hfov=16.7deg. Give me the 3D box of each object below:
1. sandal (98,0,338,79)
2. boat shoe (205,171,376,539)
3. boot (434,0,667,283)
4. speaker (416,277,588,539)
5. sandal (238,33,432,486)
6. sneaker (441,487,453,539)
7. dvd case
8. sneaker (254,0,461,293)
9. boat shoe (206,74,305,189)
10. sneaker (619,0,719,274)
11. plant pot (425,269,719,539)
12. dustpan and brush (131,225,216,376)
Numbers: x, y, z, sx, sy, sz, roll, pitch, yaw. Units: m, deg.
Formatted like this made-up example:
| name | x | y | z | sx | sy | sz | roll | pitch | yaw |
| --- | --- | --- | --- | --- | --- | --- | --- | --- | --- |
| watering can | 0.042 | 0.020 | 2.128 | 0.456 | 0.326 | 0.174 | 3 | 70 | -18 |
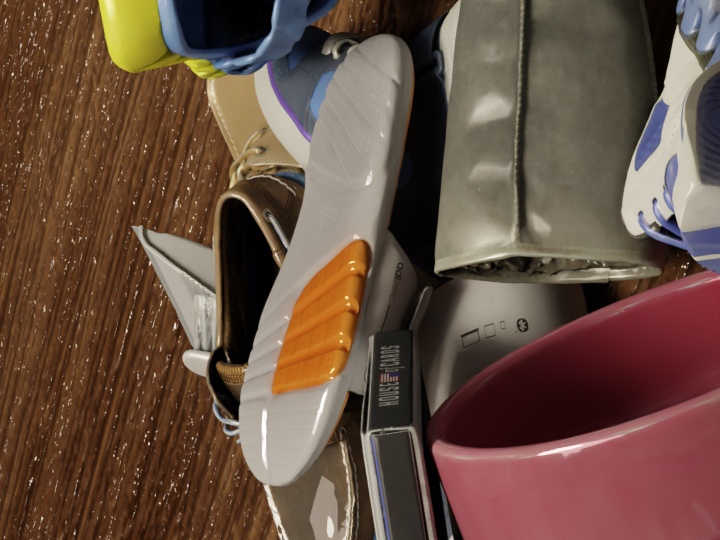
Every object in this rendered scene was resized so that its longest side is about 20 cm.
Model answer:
| name | x | y | z | sx | sy | sz | roll | pitch | yaw |
| --- | --- | --- | --- | --- | --- | --- | --- | --- | --- |
| sandal | -0.047 | -0.124 | 1.108 | 0.086 | 0.200 | 0.080 | -2 | 101 | 15 |
| boat shoe | -0.038 | 0.054 | 1.165 | 0.072 | 0.072 | 0.201 | -16 | 82 | 34 |
| boot | 0.048 | -0.096 | 1.050 | 0.181 | 0.072 | 0.202 | 3 | 88 | 22 |
| speaker | 0.077 | 0.101 | 1.073 | 0.081 | 0.081 | 0.201 | -49 | 42 | 47 |
| sandal | 0.005 | 0.000 | 1.094 | 0.079 | 0.059 | 0.208 | 5 | 77 | 59 |
| sneaker | 0.044 | 0.161 | 1.185 | 0.109 | 0.070 | 0.200 | 60 | 137 | 31 |
| dvd case | 0.027 | 0.138 | 0.999 | 0.150 | 0.025 | 0.201 | -86 | -12 | -77 |
| sneaker | 0.035 | -0.094 | 1.153 | 0.147 | 0.080 | 0.200 | -59 | 44 | 29 |
| boat shoe | -0.033 | -0.050 | 1.257 | 0.200 | 0.064 | 0.072 | 51 | 134 | 37 |
| sneaker | 0.148 | -0.038 | 0.943 | 0.200 | 0.080 | 0.116 | -81 | 1 | -56 |
| plant pot | 0.146 | 0.108 | 0.938 | 0.200 | 0.199 | 0.180 | -9 | 105 | 55 |
| dustpan and brush | -0.025 | 0.055 | 1.255 | 0.199 | 0.057 | 0.140 | 15 | 153 | 21 |
